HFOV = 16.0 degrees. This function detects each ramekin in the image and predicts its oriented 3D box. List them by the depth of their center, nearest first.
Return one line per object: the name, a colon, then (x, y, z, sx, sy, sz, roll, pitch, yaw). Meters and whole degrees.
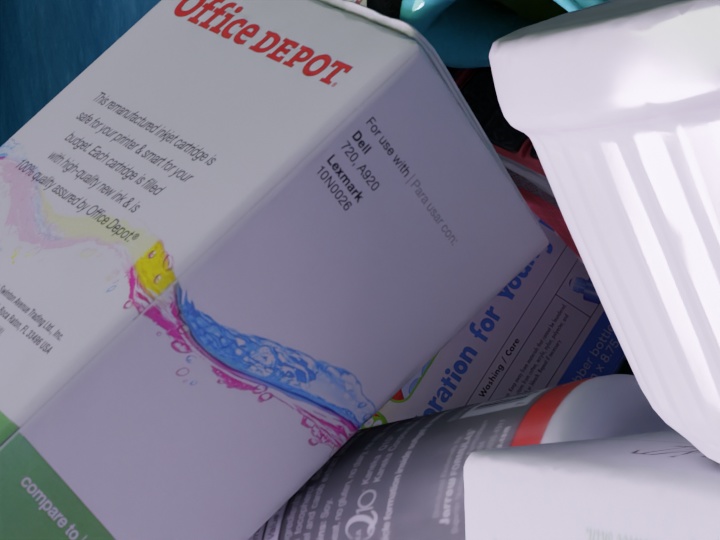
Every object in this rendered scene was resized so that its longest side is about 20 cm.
ramekin: (0.132, -0.028, 0.511, 0.202, 0.201, 0.095, -174, 67, -74)

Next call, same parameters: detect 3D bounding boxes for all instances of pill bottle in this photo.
pill bottle: (0.009, 0.104, 0.752, 0.199, 0.116, 0.117, -15, 78, 35)

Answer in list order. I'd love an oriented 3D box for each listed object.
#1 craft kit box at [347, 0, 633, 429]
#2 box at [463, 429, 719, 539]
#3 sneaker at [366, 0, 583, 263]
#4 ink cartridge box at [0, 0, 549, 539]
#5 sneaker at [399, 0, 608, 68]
craft kit box: (0.000, 0.000, 0.864, 0.201, 0.197, 0.048, -57, -16, 3)
box: (0.136, 0.133, 0.574, 0.199, 0.170, 0.202, 177, 87, -74)
sneaker: (0.077, -0.023, 0.775, 0.200, 0.074, 0.087, 38, 153, 16)
ink cartridge box: (-0.064, 0.011, 0.757, 0.084, 0.200, 0.145, 53, 167, -31)
sneaker: (0.099, -0.058, 0.695, 0.199, 0.080, 0.078, 22, 148, 34)
